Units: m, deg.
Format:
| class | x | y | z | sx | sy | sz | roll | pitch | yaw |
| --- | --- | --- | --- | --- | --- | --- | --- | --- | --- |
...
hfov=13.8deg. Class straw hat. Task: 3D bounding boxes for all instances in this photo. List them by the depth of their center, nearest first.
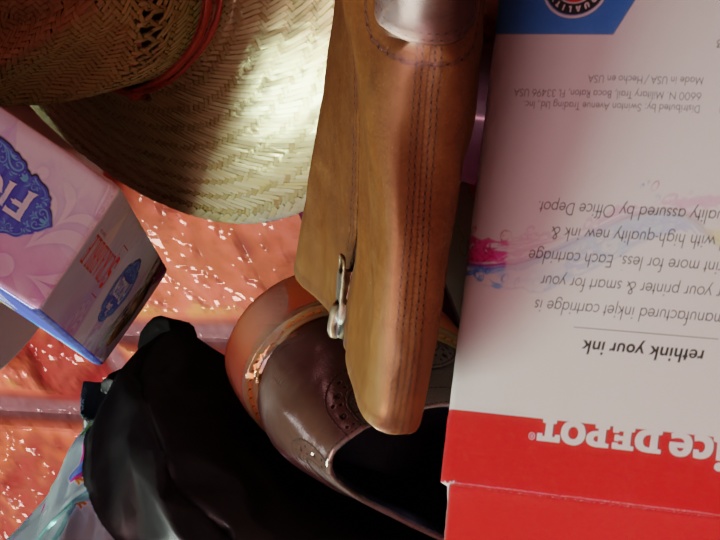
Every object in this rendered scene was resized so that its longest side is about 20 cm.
| class | x | y | z | sx | sy | sz | roll | pitch | yaw |
| --- | --- | --- | --- | --- | --- | --- | --- | --- | --- |
| straw hat | -0.087 | -0.088 | 0.850 | 0.201 | 0.085 | 0.201 | 20 | 123 | 35 |

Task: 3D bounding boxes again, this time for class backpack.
| class | x | y | z | sx | sy | sz | roll | pitch | yaw |
| --- | --- | --- | --- | --- | --- | --- | --- | --- | --- |
| backpack | -0.070 | 0.138 | 0.899 | 0.167 | 0.127 | 0.200 | 43 | 111 | 4 |

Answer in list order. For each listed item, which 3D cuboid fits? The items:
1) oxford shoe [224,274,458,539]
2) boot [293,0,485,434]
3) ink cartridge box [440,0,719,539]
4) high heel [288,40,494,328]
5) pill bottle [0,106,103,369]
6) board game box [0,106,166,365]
| class | x | y | z | sx | sy | sz | roll | pitch | yaw |
| --- | --- | --- | --- | --- | --- | --- | --- | --- | --- |
| oxford shoe | 0.054 | 0.062 | 0.883 | 0.200 | 0.073 | 0.071 | 15 | 115 | -31 |
| boot | 0.013 | -0.056 | 0.723 | 0.068 | 0.188 | 0.200 | 5 | 108 | -17 |
| ink cartridge box | 0.091 | 0.005 | 0.761 | 0.116 | 0.200 | 0.067 | 5 | 176 | 37 |
| high heel | 0.000 | 0.000 | 0.930 | 0.096 | 0.067 | 0.200 | 17 | 124 | 11 |
| pill bottle | -0.193 | -0.047 | 1.001 | 0.200 | 0.114 | 0.114 | 28 | 142 | 13 |
| board game box | -0.152 | -0.050 | 0.840 | 0.199 | 0.041 | 0.200 | 34 | 175 | 4 |
